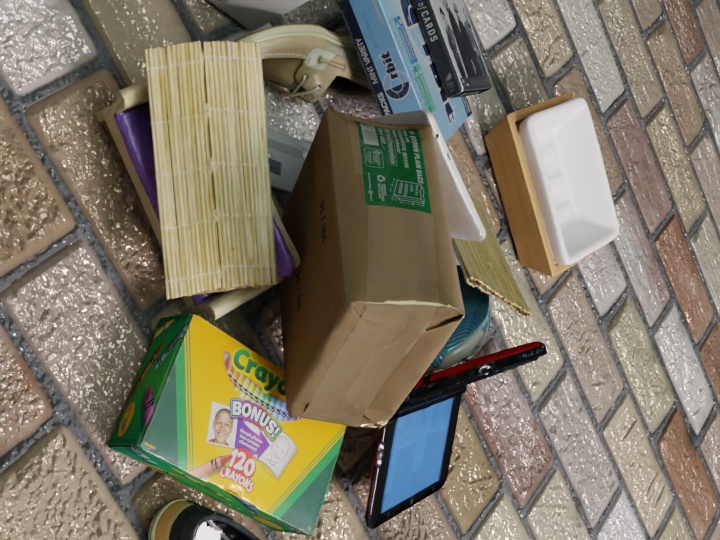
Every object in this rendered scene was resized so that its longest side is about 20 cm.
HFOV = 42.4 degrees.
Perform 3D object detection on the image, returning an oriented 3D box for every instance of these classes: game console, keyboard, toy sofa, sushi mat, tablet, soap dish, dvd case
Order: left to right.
[{"bbox_3d":[-0.138,-0.066,0.791,0.082,0.097,0.203,-29,104,-35],"label":"toy sofa"},{"bbox_3d":[-0.120,-0.082,0.755,0.094,0.012,0.204,-5,96,-14],"label":"sushi mat"},{"bbox_3d":[-0.087,-0.110,0.911,0.198,0.011,0.057,15,78,-41],"label":"keyboard"},{"bbox_3d":[0.045,-0.090,0.908,0.014,0.199,0.132,-32,106,-19],"label":"tablet"},{"bbox_3d":[0.089,-0.293,1.030,0.203,0.024,0.150,69,23,-4],"label":"dvd case"},{"bbox_3d":[0.100,0.156,0.916,0.199,0.170,0.121,-3,73,-63],"label":"game console"},{"bbox_3d":[0.123,-0.034,1.004,0.095,0.012,0.202,32,27,-32],"label":"sushi mat"},{"bbox_3d":[0.242,-0.109,1.171,0.156,0.080,0.204,-25,100,-43],"label":"soap dish"}]

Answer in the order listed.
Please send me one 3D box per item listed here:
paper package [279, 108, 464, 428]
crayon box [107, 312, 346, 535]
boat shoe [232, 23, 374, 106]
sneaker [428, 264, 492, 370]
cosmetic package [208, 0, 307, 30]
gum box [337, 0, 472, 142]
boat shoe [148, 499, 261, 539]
[{"bbox_3d":[0.000,0.000,0.799,0.101,0.192,0.203,7,54,-19],"label":"paper package"},{"bbox_3d":[-0.108,0.139,0.816,0.199,0.058,0.121,37,60,-33],"label":"crayon box"},{"bbox_3d":[-0.052,-0.199,0.917,0.198,0.071,0.066,-11,90,-49],"label":"boat shoe"},{"bbox_3d":[0.102,0.063,0.980,0.200,0.075,0.082,-44,139,-61],"label":"sneaker"},{"bbox_3d":[-0.091,-0.367,0.839,0.166,0.165,0.204,27,65,-37],"label":"cosmetic package"},{"bbox_3d":[0.055,-0.220,0.985,0.172,0.044,0.200,67,23,-12],"label":"gum box"},{"bbox_3d":[-0.099,0.269,0.804,0.201,0.062,0.075,50,52,-27],"label":"boat shoe"}]
